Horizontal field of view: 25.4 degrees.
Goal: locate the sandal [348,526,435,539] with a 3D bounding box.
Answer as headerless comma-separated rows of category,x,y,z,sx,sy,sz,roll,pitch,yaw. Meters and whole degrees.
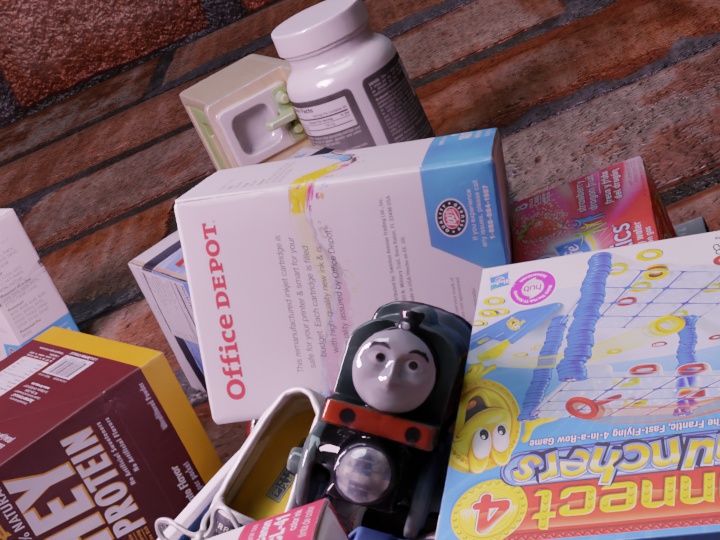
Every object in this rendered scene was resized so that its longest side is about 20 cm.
sandal,0.015,0.175,0.858,0.200,0.087,0.079,-19,18,13

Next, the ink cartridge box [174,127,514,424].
ink cartridge box,0.000,0.000,1.038,0.200,0.147,0.146,-7,11,8

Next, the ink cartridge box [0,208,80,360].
ink cartridge box,-0.368,0.003,1.603,0.067,0.200,0.116,-36,22,-28

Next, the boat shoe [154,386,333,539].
boat shoe,-0.072,0.155,0.920,0.075,0.086,0.202,24,73,30

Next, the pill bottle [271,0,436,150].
pill bottle,-0.002,-0.161,1.568,0.116,0.200,0.116,-22,20,8

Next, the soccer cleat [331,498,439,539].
soccer cleat,-0.001,0.143,0.990,0.200,0.069,0.085,-8,22,32

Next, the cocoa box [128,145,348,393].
cocoa box,-0.061,0.004,1.317,0.200,0.133,0.131,-34,22,-21

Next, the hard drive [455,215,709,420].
hard drive,0.156,0.033,1.123,0.200,0.033,0.140,-21,20,15

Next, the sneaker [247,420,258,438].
sneaker,-0.017,0.083,1.187,0.200,0.077,0.085,-41,4,-39

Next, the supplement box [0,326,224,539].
supplement box,-0.232,0.156,1.140,0.200,0.133,0.197,-36,22,-26

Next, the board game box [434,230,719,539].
board game box,0.148,0.070,0.786,0.200,0.056,0.196,-10,40,22

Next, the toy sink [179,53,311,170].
toy sink,-0.114,-0.157,1.807,0.112,0.130,0.200,-31,21,-13

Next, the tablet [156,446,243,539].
tablet,-0.135,0.195,0.991,0.200,0.014,0.130,-48,-9,-46

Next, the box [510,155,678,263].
box,0.154,0.033,0.971,0.095,0.100,0.200,-20,32,16

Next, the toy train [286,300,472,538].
toy train,0.019,0.073,0.861,0.085,0.114,0.200,14,1,8

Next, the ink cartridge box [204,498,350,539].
ink cartridge box,-0.079,0.216,0.775,0.200,0.148,0.086,-19,20,16
